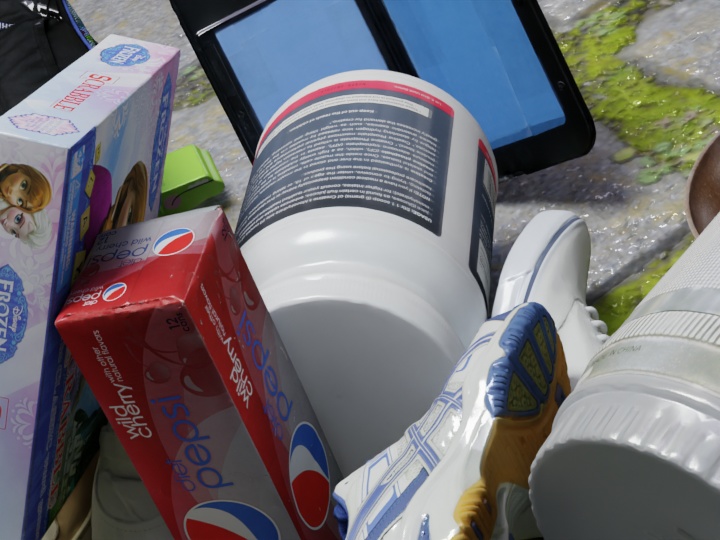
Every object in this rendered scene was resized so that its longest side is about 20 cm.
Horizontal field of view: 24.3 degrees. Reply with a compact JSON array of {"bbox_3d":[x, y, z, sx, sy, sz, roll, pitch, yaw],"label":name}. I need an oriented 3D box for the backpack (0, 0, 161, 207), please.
[{"bbox_3d":[-0.212,-0.058,0.991,0.182,0.147,0.200,-28,41,-11],"label":"backpack"}]

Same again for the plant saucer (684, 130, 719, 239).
[{"bbox_3d":[0.270,-0.042,0.870,0.199,0.035,0.201,-15,35,11],"label":"plant saucer"}]

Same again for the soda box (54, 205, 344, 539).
[{"bbox_3d":[-0.063,0.073,0.758,0.063,0.201,0.070,-9,35,19],"label":"soda box"}]

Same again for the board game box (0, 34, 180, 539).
[{"bbox_3d":[-0.138,0.006,0.792,0.041,0.201,0.200,12,21,3],"label":"board game box"}]

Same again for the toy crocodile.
[{"bbox_3d":[-0.184,-0.026,1.100,0.199,0.062,0.068,-26,48,-10],"label":"toy crocodile"}]

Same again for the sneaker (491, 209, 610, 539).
[{"bbox_3d":[0.099,0.052,0.821,0.070,0.073,0.201,3,50,20],"label":"sneaker"}]

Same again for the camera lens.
[{"bbox_3d":[0.182,0.055,0.673,0.159,0.161,0.200,16,49,43],"label":"camera lens"}]

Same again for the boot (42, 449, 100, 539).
[{"bbox_3d":[-0.213,0.107,0.841,0.072,0.156,0.200,6,43,36],"label":"boot"}]

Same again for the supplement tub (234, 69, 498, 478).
[{"bbox_3d":[0.000,0.000,0.876,0.139,0.141,0.201,-12,35,16],"label":"supplement tub"}]

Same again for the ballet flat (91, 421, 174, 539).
[{"bbox_3d":[-0.102,0.072,0.839,0.069,0.070,0.201,-9,49,20],"label":"ballet flat"}]

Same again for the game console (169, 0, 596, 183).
[{"bbox_3d":[0.008,-0.121,0.961,0.175,0.201,0.116,-28,8,-6],"label":"game console"}]

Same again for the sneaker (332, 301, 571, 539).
[{"bbox_3d":[0.031,0.084,0.703,0.088,0.076,0.200,-10,30,30],"label":"sneaker"}]
